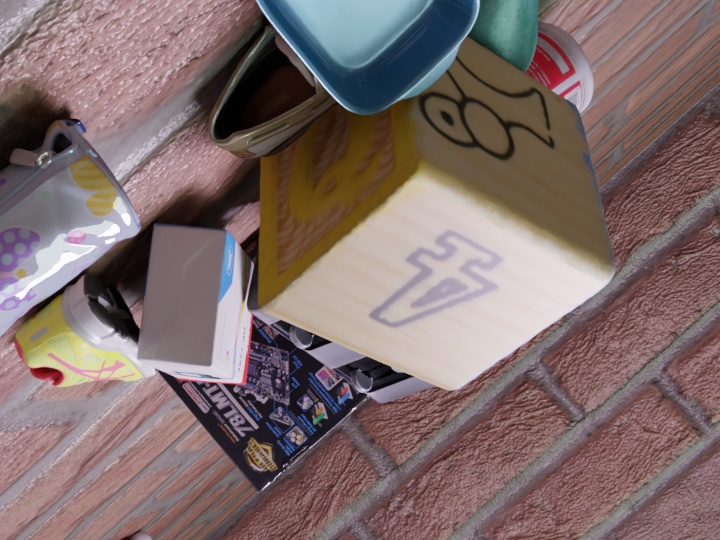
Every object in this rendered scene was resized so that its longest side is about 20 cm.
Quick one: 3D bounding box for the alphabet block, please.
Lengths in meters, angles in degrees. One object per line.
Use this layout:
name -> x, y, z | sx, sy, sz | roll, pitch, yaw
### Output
alphabet block -> 0.052, -0.054, 0.908 | 0.199, 0.197, 0.196 | 26, 131, -29

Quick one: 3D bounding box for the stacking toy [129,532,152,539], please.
stacking toy -> -0.435, 0.556, 2.154 | 0.146, 0.146, 0.200 | -46, -176, 26

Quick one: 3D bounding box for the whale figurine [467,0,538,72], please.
whale figurine -> 0.108, -0.214, 0.943 | 0.159, 0.104, 0.200 | -34, 169, -32

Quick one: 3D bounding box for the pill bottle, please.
pill bottle -> 0.145, -0.171, 1.230 | 0.199, 0.113, 0.112 | -36, 168, -24

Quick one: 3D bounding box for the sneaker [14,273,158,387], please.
sneaker -> -0.234, 0.062, 0.972 | 0.090, 0.079, 0.200 | -31, 163, -4

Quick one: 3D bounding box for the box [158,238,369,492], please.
box -> -0.092, 0.088, 1.195 | 0.198, 0.200, 0.050 | -41, 178, 3

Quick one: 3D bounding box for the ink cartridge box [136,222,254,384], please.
ink cartridge box -> -0.138, 0.038, 1.037 | 0.066, 0.118, 0.200 | 4, 170, 5

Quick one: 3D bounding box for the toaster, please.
toaster -> 0.000, 0.000, 1.089 | 0.118, 0.180, 0.202 | -28, -141, 35

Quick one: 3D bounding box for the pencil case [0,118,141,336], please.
pencil case -> -0.226, -0.002, 0.684 | 0.199, 0.083, 0.091 | -39, 172, -6

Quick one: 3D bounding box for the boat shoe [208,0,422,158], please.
boat shoe -> -0.029, -0.150, 0.805 | 0.200, 0.075, 0.068 | -46, 171, 23

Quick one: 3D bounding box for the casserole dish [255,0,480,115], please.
casserole dish -> 0.000, -0.181, 0.716 | 0.121, 0.039, 0.200 | -42, 142, 4
